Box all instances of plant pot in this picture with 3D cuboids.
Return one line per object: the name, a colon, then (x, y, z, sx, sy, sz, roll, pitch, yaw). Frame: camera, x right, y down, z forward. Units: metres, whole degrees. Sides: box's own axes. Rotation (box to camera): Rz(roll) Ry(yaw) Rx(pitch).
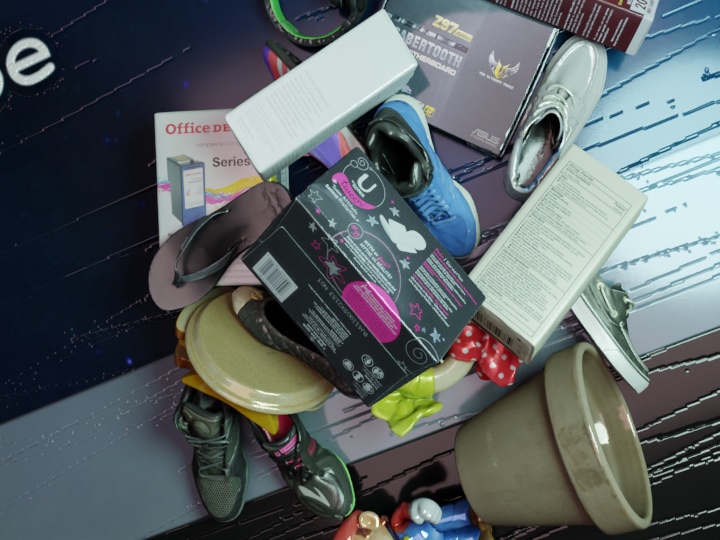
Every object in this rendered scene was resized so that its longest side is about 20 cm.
plant pot: (0.200, 0.201, 0.967, 0.172, 0.200, 0.204, -23, 90, 23)

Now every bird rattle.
bird rattle: (0.086, 0.086, 0.995, 0.198, 0.113, 0.164, -34, 102, 12)

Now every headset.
headset: (-0.034, -0.351, 1.011, 0.123, 0.094, 0.201, 41, 109, 4)

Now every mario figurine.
mario figurine: (0.058, 0.327, 1.026, 0.196, 0.106, 0.126, -13, 82, 6)

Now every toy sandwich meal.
toy sandwich meal: (-0.122, 0.100, 1.022, 0.203, 0.206, 0.071, 29, 127, 5)

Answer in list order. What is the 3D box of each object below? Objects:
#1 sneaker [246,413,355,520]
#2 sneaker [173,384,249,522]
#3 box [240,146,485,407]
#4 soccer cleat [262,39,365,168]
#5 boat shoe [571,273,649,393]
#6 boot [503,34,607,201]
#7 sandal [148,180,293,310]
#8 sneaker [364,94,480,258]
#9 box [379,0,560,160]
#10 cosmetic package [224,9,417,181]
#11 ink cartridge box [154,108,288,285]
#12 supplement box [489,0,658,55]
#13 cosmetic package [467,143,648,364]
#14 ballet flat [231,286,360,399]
sneaker: (-0.082, 0.215, 1.052, 0.076, 0.084, 0.201, -38, 87, 9)
sneaker: (-0.179, 0.207, 1.053, 0.074, 0.114, 0.204, 2, 95, 10)
box: (0.003, 0.008, 0.883, 0.201, 0.115, 0.132, 49, 138, -2)
soccer cleat: (-0.060, -0.179, 1.040, 0.073, 0.068, 0.201, -39, 89, 12)
boat shoe: (0.273, 0.041, 0.998, 0.063, 0.071, 0.202, -34, 86, 9)
boot: (0.220, -0.171, 0.982, 0.072, 0.096, 0.203, 23, 96, 6)
sandal: (-0.162, -0.032, 0.985, 0.199, 0.043, 0.077, -39, 87, 10)
sneaker: (0.065, -0.087, 0.981, 0.076, 0.111, 0.203, -17, 108, 27)
box: (0.107, -0.241, 1.018, 0.197, 0.051, 0.160, 26, 96, 6)
cosmetic package: (-0.042, -0.183, 0.947, 0.198, 0.101, 0.072, -34, 93, -4)
ink cartridge box: (-0.160, -0.085, 1.048, 0.142, 0.087, 0.205, -1, 91, 9)
supplement box: (0.228, -0.326, 0.969, 0.197, 0.061, 0.110, 22, 65, 7)
cosmetic package: (0.200, -0.016, 0.940, 0.103, 0.087, 0.201, 38, 80, 16)
ballet flat: (-0.060, 0.068, 0.984, 0.198, 0.066, 0.058, 31, 127, 17)
